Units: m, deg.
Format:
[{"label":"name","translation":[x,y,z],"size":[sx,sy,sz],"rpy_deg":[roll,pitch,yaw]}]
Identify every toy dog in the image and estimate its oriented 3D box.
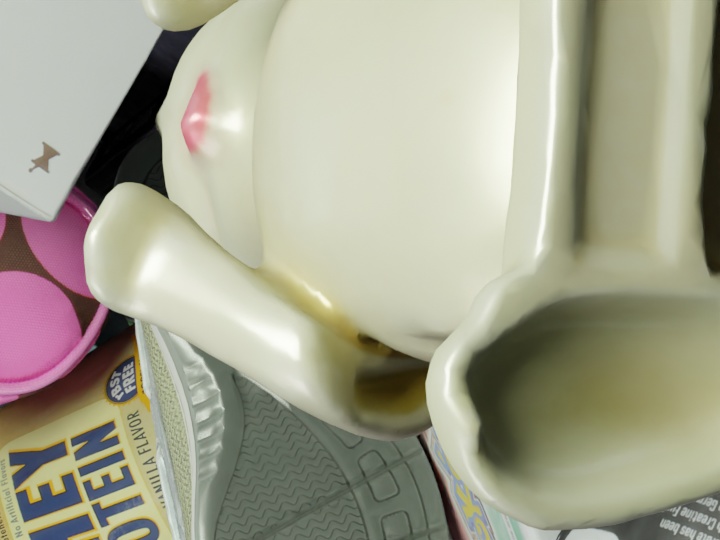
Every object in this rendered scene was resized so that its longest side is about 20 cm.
[{"label":"toy dog","translation":[0.034,-0.033,0.534],"size":[0.194,0.140,0.200],"rpy_deg":[-7,-175,-30]}]

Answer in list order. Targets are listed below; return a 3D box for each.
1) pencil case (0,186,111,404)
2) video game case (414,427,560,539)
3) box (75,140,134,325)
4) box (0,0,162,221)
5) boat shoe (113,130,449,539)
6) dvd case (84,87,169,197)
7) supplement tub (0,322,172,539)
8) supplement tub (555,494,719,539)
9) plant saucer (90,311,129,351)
[{"label":"pencil case","translation":[-0.161,0.022,0.903],"size":[0.091,0.094,0.200],"rpy_deg":[22,161,-18]},{"label":"video game case","translation":[0.017,0.038,0.749],"size":[0.200,0.023,0.182],"rpy_deg":[69,166,-3]},{"label":"box","translation":[-0.113,-0.013,1.087],"size":[0.144,0.036,0.200],"rpy_deg":[16,161,43]},{"label":"box","translation":[-0.155,-0.093,0.715],"size":[0.124,0.098,0.200],"rpy_deg":[37,165,-33]},{"label":"boat shoe","translation":[-0.026,0.055,0.744],"size":[0.065,0.074,0.202],"rpy_deg":[106,145,-68]},{"label":"dvd case","translation":[0.000,0.000,0.921],"size":[0.200,0.025,0.150],"rpy_deg":[30,167,-11]},{"label":"supplement tub","translation":[-0.082,0.103,0.914],"size":[0.144,0.200,0.144],"rpy_deg":[49,-160,-25]},{"label":"supplement tub","translation":[0.101,0.079,0.619],"size":[0.107,0.200,0.107],"rpy_deg":[27,166,7]},{"label":"plant saucer","translation":[-0.168,-0.004,1.070],"size":[0.201,0.039,0.201],"rpy_deg":[27,167,7]}]
